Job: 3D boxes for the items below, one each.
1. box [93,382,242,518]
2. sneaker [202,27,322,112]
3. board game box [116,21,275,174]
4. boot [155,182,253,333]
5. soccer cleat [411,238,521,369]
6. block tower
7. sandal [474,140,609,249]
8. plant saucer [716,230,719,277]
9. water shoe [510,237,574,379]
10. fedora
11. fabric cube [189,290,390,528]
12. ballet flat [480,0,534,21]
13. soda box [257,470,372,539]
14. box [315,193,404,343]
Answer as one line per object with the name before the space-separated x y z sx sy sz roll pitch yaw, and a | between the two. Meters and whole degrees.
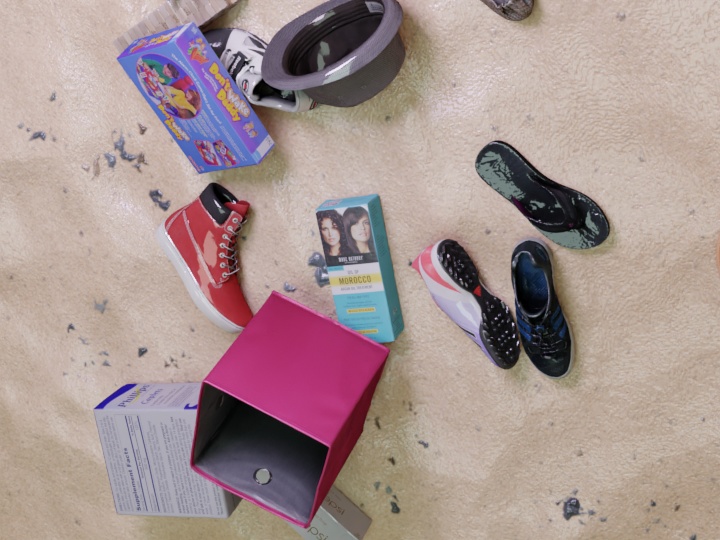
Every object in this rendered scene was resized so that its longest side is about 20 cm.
box | -0.285 0.274 1.873 0.197 0.105 0.186 -2 109 20
sneaker | -0.147 -0.267 1.636 0.198 0.089 0.075 23 117 12
board game box | -0.220 -0.227 1.639 0.133 0.045 0.201 -3 131 45
boot | -0.189 -0.019 1.752 0.144 0.072 0.201 -34 92 26
soccer cleat | 0.146 0.050 1.664 0.073 0.068 0.201 -24 105 50
block tower | -0.251 -0.339 1.665 0.199 0.054 0.058 -31 96 26
sandal | 0.230 -0.089 1.582 0.199 0.048 0.076 35 117 6
plant saucer | 0.540 -0.024 1.499 0.198 0.037 0.203 7 111 19
water shoe | 0.232 0.060 1.619 0.071 0.079 0.202 -10 105 23
fedora | -0.021 -0.271 1.566 0.198 0.178 0.091 -22 130 20
fabric cube | -0.100 0.192 1.696 0.194 0.200 0.201 25 134 9
ballet flat | 0.132 -0.378 1.513 0.200 0.046 0.068 41 117 2
soda box | -0.082 0.348 1.849 0.200 0.064 0.068 42 117 1
box | 0.000 0.000 1.699 0.081 0.049 0.202 -5 107 22
